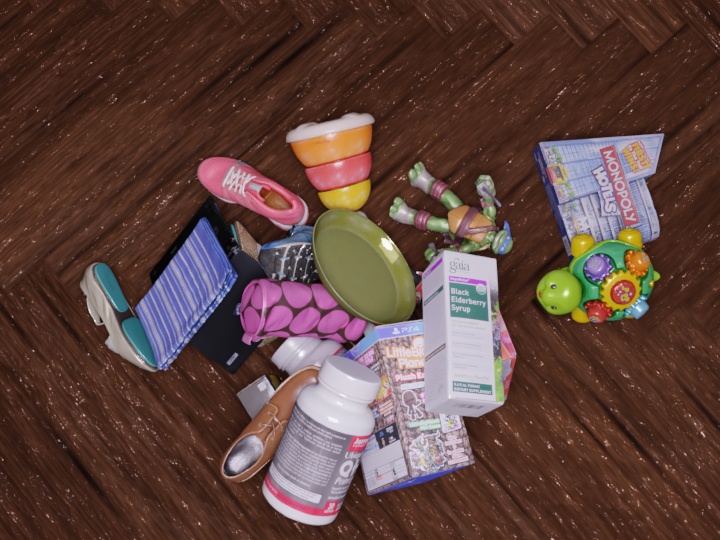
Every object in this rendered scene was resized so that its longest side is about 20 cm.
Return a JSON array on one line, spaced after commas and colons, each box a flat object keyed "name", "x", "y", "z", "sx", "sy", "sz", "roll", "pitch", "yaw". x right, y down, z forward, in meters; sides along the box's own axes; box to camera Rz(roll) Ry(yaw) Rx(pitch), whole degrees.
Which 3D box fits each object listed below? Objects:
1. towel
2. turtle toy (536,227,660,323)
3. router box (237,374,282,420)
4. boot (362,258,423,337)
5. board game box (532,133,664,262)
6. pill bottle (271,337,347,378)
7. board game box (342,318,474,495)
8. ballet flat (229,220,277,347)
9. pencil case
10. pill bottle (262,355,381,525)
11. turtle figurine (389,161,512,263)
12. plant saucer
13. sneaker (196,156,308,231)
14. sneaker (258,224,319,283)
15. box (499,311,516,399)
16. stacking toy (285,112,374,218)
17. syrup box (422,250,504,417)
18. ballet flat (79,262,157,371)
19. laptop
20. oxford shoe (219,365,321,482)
[{"name": "towel", "x": -0.269, "y": 0.033, "z": 1.259, "sx": 0.200, "sy": 0.024, "sz": 0.145, "roll": -50, "pitch": 49, "yaw": 17}, {"name": "turtle toy", "x": 0.366, "y": 0.022, "z": 1.280, "sx": 0.197, "sy": 0.101, "sz": 0.148, "roll": -7, "pitch": 109, "yaw": -1}, {"name": "router box", "x": -0.103, "y": 0.254, "z": 1.249, "sx": 0.052, "sy": 0.157, "sz": 0.201, "roll": -32, "pitch": 84, "yaw": -3}, {"name": "boot", "x": 0.075, "y": 0.084, "z": 1.314, "sx": 0.143, "sy": 0.072, "sz": 0.202, "roll": -29, "pitch": 80, "yaw": -5}, {"name": "board game box", "x": 0.406, "y": -0.135, "z": 1.342, "sx": 0.197, "sy": 0.062, "sz": 0.203, "roll": -18, "pitch": 83, "yaw": -1}, {"name": "pill bottle", "x": -0.041, "y": 0.180, "z": 1.282, "sx": 0.200, "sy": 0.109, "sz": 0.109, "roll": 45, "pitch": 85, "yaw": 6}, {"name": "board game box", "x": 0.057, "y": 0.191, "z": 1.155, "sx": 0.096, "sy": 0.159, "sz": 0.203, "roll": -6, "pitch": 71, "yaw": -25}, {"name": "ballet flat", "x": -0.163, "y": 0.018, "z": 1.329, "sx": 0.064, "sy": 0.070, "sz": 0.203, "roll": -9, "pitch": 91, "yaw": -11}, {"name": "pencil case", "x": -0.079, "y": 0.064, "z": 1.218, "sx": 0.198, "sy": 0.090, "sz": 0.095, "roll": 6, "pitch": 94, "yaw": -34}, {"name": "pill bottle", "x": -0.046, "y": 0.219, "z": 1.096, "sx": 0.109, "sy": 0.111, "sz": 0.202, "roll": 23, "pitch": 99, "yaw": 3}, {"name": "turtle figurine", "x": 0.138, "y": -0.087, "z": 1.283, "sx": 0.193, "sy": 0.199, "sz": 0.146, "roll": 29, "pitch": 123, "yaw": 24}, {"name": "plant saucer", "x": 0.000, "y": 0.000, "z": 1.240, "sx": 0.031, "sy": 0.199, "sz": 0.201, "roll": -39, "pitch": 83, "yaw": 34}, {"name": "sneaker", "x": -0.172, "y": -0.135, "z": 1.333, "sx": 0.198, "sy": 0.087, "sz": 0.075, "roll": 26, "pitch": 83, "yaw": 4}, {"name": "sneaker", "x": -0.094, "y": -0.027, "z": 1.282, "sx": 0.089, "sy": 0.199, "sz": 0.079, "roll": 32, "pitch": 111, "yaw": 27}, {"name": "box", "x": 0.163, "y": 0.133, "z": 1.232, "sx": 0.101, "sy": 0.201, "sz": 0.096, "roll": -16, "pitch": 64, "yaw": -1}, {"name": "stacking toy", "x": -0.032, "y": -0.143, "z": 1.331, "sx": 0.144, "sy": 0.146, "sz": 0.203, "roll": -12, "pitch": 101, "yaw": -1}, {"name": "syrup box", "x": 0.132, "y": 0.083, "z": 1.093, "sx": 0.078, "sy": 0.081, "sz": 0.203, "roll": 9, "pitch": 66, "yaw": -17}, {"name": "ballet flat", "x": -0.388, "y": 0.084, "z": 1.325, "sx": 0.069, "sy": 0.069, "sz": 0.202, "roll": -30, "pitch": 82, "yaw": -3}, {"name": "laptop", "x": -0.219, "y": 0.022, "z": 1.305, "sx": 0.178, "sy": 0.103, "sz": 0.201, "roll": -48, "pitch": 50, "yaw": 17}, {"name": "oxford shoe", "x": -0.115, "y": 0.214, "z": 1.141, "sx": 0.071, "sy": 0.071, "sz": 0.200, "roll": 40, "pitch": 83, "yaw": 7}]
